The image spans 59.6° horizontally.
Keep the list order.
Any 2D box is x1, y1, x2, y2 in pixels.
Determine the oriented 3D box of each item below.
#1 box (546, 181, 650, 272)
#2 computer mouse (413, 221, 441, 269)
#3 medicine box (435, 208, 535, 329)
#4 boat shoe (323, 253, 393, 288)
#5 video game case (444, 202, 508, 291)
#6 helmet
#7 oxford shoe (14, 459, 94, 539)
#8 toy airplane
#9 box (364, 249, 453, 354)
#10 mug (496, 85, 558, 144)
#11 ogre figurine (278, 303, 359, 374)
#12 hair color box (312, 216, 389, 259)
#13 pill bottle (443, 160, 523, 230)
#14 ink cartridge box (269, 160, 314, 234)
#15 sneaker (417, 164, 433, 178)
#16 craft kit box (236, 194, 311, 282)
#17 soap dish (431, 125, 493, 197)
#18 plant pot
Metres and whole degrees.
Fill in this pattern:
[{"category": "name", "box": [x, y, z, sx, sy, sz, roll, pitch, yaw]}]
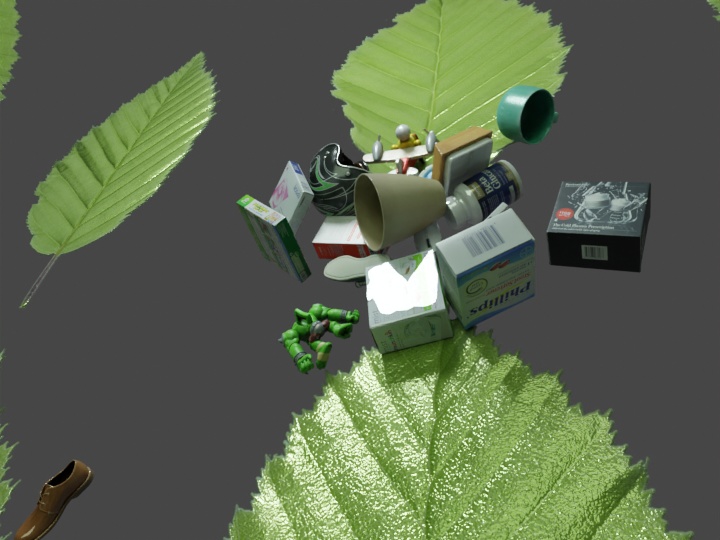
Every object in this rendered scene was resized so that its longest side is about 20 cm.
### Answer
[{"category": "box", "box": [0.536, -0.103, 1.413, 0.196, 0.105, 0.184, 5, 46, 29]}, {"category": "computer mouse", "box": [0.170, -0.074, 1.600, 0.107, 0.044, 0.202, -17, 40, 8]}, {"category": "medicine box", "box": [0.270, 0.001, 1.339, 0.179, 0.202, 0.104, -25, 50, -3]}, {"category": "boat shoe", "box": [0.000, 0.000, 1.582, 0.196, 0.062, 0.076, -10, 56, 28]}, {"category": "video game case", "box": [0.267, -0.051, 1.455, 0.017, 0.144, 0.200, 37, 66, 23]}, {"category": "helmet", "box": [-0.051, -0.238, 1.771, 0.196, 0.201, 0.193, -22, 56, 0]}, {"category": "oxford shoe", "box": [-0.672, 0.496, 1.354, 0.070, 0.072, 0.201, 13, 53, 33]}, {"category": "toy airplane", "box": [0.126, -0.344, 1.809, 0.197, 0.144, 0.199, -24, 27, -19]}, {"category": "box", "box": [0.106, 0.067, 1.434, 0.173, 0.098, 0.202, -16, 41, 9]}, {"category": "mug", "box": [0.468, -0.437, 1.794, 0.114, 0.184, 0.154, 30, 85, 46]}, {"category": "ogre figurine", "box": [-0.100, 0.142, 1.452, 0.119, 0.099, 0.201, 26, 71, 29]}, {"category": "hair color box", "box": [-0.017, -0.087, 1.688, 0.196, 0.065, 0.112, 2, 46, 29]}, {"category": "pill bottle", "box": [0.306, -0.188, 1.608, 0.198, 0.112, 0.111, -30, 40, -9]}, {"category": "ink cartridge box", "box": [-0.211, -0.182, 1.803, 0.202, 0.043, 0.197, -60, 33, 22]}, {"category": "sneaker", "box": [0.187, -0.220, 1.747, 0.199, 0.079, 0.090, -37, 60, -11]}, {"category": "craft kit box", "box": [-0.231, -0.085, 1.680, 0.048, 0.202, 0.196, -41, 44, -23]}, {"category": "soap dish", "box": [0.257, -0.270, 1.637, 0.155, 0.202, 0.082, -27, 59, -16]}, {"category": "plant pot", "box": [0.108, -0.162, 1.564, 0.196, 0.191, 0.188, -13, 37, -19]}]
